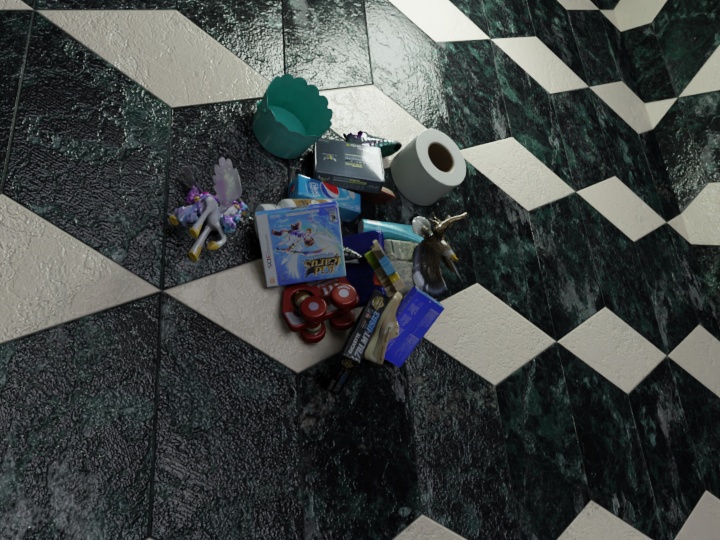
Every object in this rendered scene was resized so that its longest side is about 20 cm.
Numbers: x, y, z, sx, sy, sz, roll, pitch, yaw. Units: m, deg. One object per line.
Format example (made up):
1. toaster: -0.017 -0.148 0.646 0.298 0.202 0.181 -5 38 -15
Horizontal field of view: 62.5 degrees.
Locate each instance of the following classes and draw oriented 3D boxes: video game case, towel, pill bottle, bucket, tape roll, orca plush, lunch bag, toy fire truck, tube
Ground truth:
1. video game case: -0.143 -0.063 1.442 0.198 0.045 0.183 -8 110 -4
2. towel: 0.000 0.000 1.578 0.050 0.147 0.202 39 45 -60
3. pill bottle: -0.165 -0.126 1.527 0.199 0.114 0.115 -4 71 -31
4. bucket: -0.194 -0.419 1.637 0.206 0.135 0.209 16 59 -29
5. tape roll: 0.214 -0.324 1.880 0.201 0.139 0.204 16 59 -28
6. orca plush: -0.083 -0.049 1.517 0.198 0.072 0.105 7 32 14
7. lunch bag: 0.115 0.021 1.639 0.199 0.139 0.169 9 57 -33
8. toy fire truck: -0.107 0.072 1.481 0.199 0.113 0.168 -21 53 -21
9. tube: 0.093 -0.113 1.720 0.198 0.051 0.078 6 51 -19

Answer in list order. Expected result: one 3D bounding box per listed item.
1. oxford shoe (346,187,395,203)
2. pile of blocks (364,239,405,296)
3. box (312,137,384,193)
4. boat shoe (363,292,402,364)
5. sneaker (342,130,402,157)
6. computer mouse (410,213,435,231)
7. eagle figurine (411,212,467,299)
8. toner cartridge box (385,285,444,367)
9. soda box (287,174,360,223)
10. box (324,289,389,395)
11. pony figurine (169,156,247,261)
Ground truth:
1. oxford shoe: 0.017 -0.256 1.753 0.199 0.070 0.075 17 57 -28
2. pile of blocks: 0.046 -0.005 1.448 0.082 0.062 0.200 56 3 -35
3. box: -0.037 -0.300 1.688 0.198 0.051 0.159 7 48 -11
4. boat shoe: 0.068 0.145 1.499 0.065 0.201 0.072 23 15 0
5. sneaker: 0.041 -0.402 1.841 0.199 0.074 0.088 -12 71 -38
6. computer mouse: 0.144 -0.094 1.775 0.110 0.044 0.200 40 51 18
7. eagle figurine: 0.211 -0.043 1.584 0.150 0.201 0.151 0 34 -1
8. toner cartridge box: 0.122 0.148 1.561 0.095 0.201 0.043 33 11 -19
9. soda box: -0.099 -0.196 1.641 0.199 0.068 0.065 14 61 -30
10. box: -0.010 0.175 1.436 0.049 0.199 0.201 26 54 1
11. pony figurine: -0.355 -0.149 1.403 0.200 0.165 0.194 -55 135 -42
